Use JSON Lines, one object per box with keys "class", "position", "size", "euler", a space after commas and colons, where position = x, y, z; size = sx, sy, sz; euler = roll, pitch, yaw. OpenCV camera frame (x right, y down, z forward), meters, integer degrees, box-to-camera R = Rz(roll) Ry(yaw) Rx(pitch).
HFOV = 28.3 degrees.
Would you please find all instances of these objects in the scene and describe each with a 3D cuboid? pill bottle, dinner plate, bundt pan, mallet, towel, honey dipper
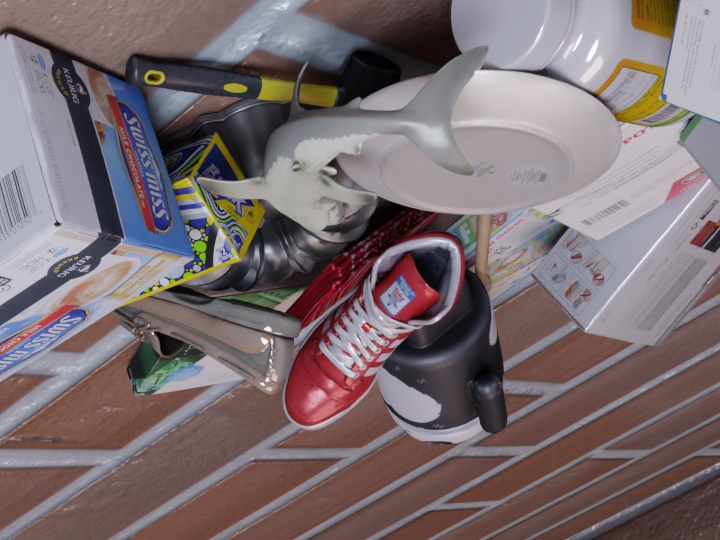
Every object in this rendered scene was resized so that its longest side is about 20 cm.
{"class": "pill bottle", "position": [0.154, -0.162, 0.963], "size": [0.198, 0.112, 0.111], "euler": [3, 149, -46]}
{"class": "dinner plate", "position": [0.079, -0.076, 0.973], "size": [0.197, 0.025, 0.201], "euler": [0, 157, 0]}
{"class": "bundt pan", "position": [-0.071, -0.048, 1.077], "size": [0.199, 0.077, 0.202], "euler": [-19, 159, -7]}
{"class": "mallet", "position": [-0.065, -0.113, 0.960], "size": [0.197, 0.041, 0.067], "euler": [-4, 121, -29]}
{"class": "towel", "position": [0.000, 0.000, 1.214], "size": [0.199, 0.023, 0.145], "euler": [-37, 173, -46]}
{"class": "honey dipper", "position": [0.107, -0.039, 1.263], "size": [0.037, 0.038, 0.201], "euler": [-16, 147, -10]}

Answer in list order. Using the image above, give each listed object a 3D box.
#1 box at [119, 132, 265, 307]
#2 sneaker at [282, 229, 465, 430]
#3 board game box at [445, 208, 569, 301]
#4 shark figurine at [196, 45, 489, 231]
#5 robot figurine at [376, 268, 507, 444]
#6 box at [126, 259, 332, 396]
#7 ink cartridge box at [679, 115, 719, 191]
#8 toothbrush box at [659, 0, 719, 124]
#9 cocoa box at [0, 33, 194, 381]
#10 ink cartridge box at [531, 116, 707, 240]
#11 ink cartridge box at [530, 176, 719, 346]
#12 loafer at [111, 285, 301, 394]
{"class": "box", "position": [-0.169, -0.019, 0.989], "size": [0.198, 0.071, 0.065], "euler": [-21, -155, 26]}
{"class": "sneaker", "position": [0.009, 0.045, 1.120], "size": [0.200, 0.071, 0.112], "euler": [-49, 180, -2]}
{"class": "board game box", "position": [0.141, -0.030, 1.370], "size": [0.133, 0.035, 0.200], "euler": [1, 150, -44]}
{"class": "shark figurine", "position": [-0.020, -0.093, 0.896], "size": [0.127, 0.091, 0.214], "euler": [13, 160, -25]}
{"class": "robot figurine", "position": [0.068, 0.074, 1.320], "size": [0.123, 0.152, 0.201], "euler": [-8, 139, 7]}
{"class": "box", "position": [-0.121, 0.051, 1.319], "size": [0.143, 0.037, 0.200], "euler": [-8, 153, -30]}
{"class": "ink cartridge box", "position": [0.363, -0.143, 1.095], "size": [0.198, 0.088, 0.146], "euler": [-22, 155, -32]}
{"class": "toothbrush box", "position": [0.281, -0.189, 0.888], "size": [0.199, 0.085, 0.148], "euler": [-34, 140, -41]}
{"class": "cocoa box", "position": [-0.229, -0.028, 0.895], "size": [0.199, 0.135, 0.131], "euler": [-30, 158, 23]}
{"class": "ink cartridge box", "position": [0.201, -0.109, 1.171], "size": [0.145, 0.086, 0.199], "euler": [-31, 158, 22]}
{"class": "ink cartridge box", "position": [0.282, -0.033, 1.336], "size": [0.201, 0.084, 0.175], "euler": [-52, 148, 16]}
{"class": "loafer", "position": [-0.138, 0.045, 1.110], "size": [0.198, 0.064, 0.072], "euler": [12, 180, 29]}
